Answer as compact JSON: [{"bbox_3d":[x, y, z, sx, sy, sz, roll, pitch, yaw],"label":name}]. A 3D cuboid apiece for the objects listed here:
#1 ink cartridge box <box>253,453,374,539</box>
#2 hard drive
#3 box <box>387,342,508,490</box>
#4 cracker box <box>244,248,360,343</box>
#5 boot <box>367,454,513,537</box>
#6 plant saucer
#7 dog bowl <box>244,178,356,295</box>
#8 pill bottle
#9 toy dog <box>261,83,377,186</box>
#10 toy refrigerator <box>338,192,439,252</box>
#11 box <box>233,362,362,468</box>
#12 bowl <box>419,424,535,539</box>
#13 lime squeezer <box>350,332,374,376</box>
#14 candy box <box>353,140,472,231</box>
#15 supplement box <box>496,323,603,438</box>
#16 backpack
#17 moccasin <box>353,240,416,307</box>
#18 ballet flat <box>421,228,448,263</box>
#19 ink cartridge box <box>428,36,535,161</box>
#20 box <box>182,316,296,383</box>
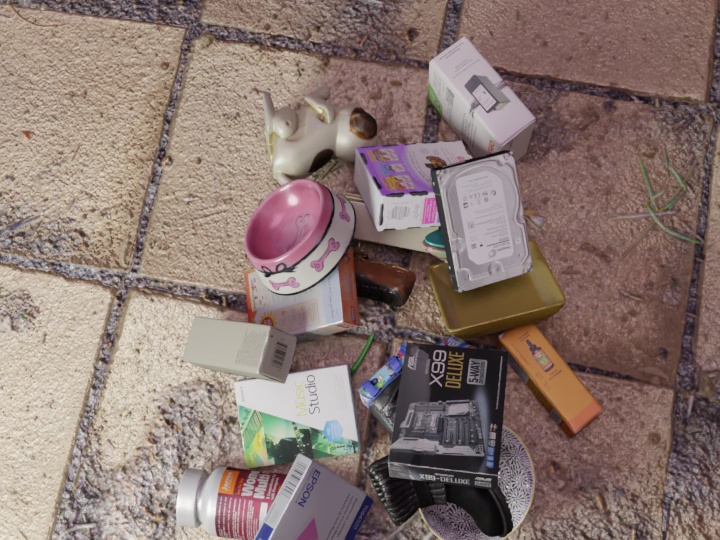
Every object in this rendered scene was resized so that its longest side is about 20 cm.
[{"bbox_3d":[-0.070,0.413,1.508,0.043,0.199,0.199,13,70,50],"label":"ink cartridge box"},{"bbox_3d":[0.198,-0.080,1.575,0.137,0.038,0.204,-14,103,-13],"label":"hard drive"},{"bbox_3d":[0.130,0.206,1.407,0.155,0.050,0.203,5,54,10],"label":"box"},{"bbox_3d":[-0.100,0.047,1.637,0.197,0.057,0.137,-16,70,31],"label":"cracker box"},{"bbox_3d":[0.117,0.339,1.441,0.157,0.079,0.213,-34,93,-18],"label":"boot"},{"bbox_3d":[0.224,0.040,1.624,0.196,0.049,0.201,-14,32,0],"label":"plant saucer"},{"bbox_3d":[-0.107,-0.063,1.599,0.198,0.074,0.203,-24,45,25],"label":"dog bowl"},{"bbox_3d":[-0.189,0.375,1.564,0.196,0.110,0.112,6,74,5],"label":"pill bottle"},{"bbox_3d":[-0.066,-0.237,1.714,0.196,0.141,0.196,-10,53,-7],"label":"toy dog"},{"bbox_3d":[0.041,-0.086,1.689,0.196,0.076,0.071,10,101,8],"label":"toy refrigerator"},{"bbox_3d":[-0.104,0.240,1.609,0.196,0.036,0.147,-10,88,8],"label":"box"},{"bbox_3d":[0.168,0.329,1.547,0.197,0.094,0.205,0,90,-15],"label":"bowl"},{"bbox_3d":[-0.045,0.186,1.655,0.198,0.038,0.071,-31,43,-4],"label":"lime squeezer"},{"bbox_3d":[0.104,-0.146,1.650,0.196,0.073,0.169,-5,36,-14],"label":"candy box"},{"bbox_3d":[0.310,0.176,1.611,0.066,0.069,0.201,-35,76,-7],"label":"supplement box"},{"bbox_3d":[0.112,0.183,1.559,0.200,0.183,0.135,-45,71,-3],"label":"backpack"},{"bbox_3d":[0.000,-0.001,1.676,0.198,0.074,0.078,12,51,26],"label":"moccasin"},{"bbox_3d":[0.186,-0.046,1.653,0.198,0.072,0.069,-22,44,-32],"label":"ballet flat"},{"bbox_3d":[0.209,-0.283,1.709,0.083,0.146,0.201,-35,75,-8],"label":"ink cartridge box"},{"bbox_3d":[-0.201,0.130,1.605,0.198,0.068,0.084,5,74,43],"label":"box"}]
